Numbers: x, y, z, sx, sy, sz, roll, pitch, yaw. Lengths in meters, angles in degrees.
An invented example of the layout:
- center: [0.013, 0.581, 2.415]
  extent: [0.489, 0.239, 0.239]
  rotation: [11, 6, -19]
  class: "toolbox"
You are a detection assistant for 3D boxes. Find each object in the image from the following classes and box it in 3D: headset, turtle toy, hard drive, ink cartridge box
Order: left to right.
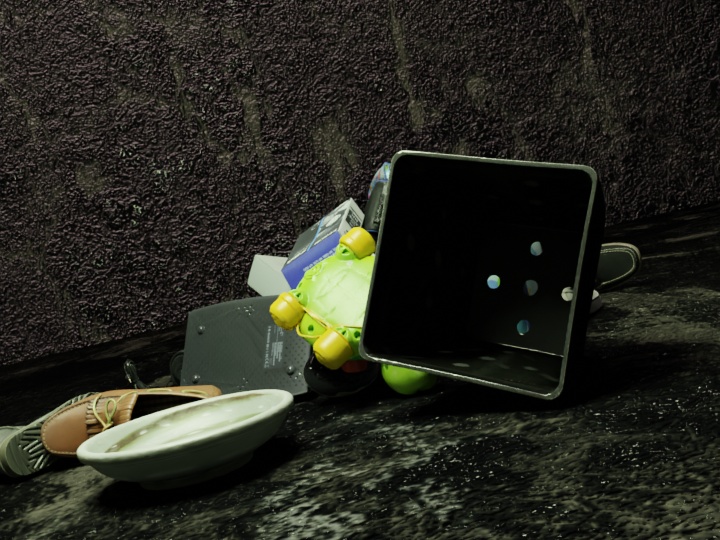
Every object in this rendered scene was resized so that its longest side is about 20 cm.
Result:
- center: [-0.257, 0.134, 1.380]
  extent: [0.199, 0.094, 0.124]
  rotation: [-29, 1, 3]
  class: "headset"
- center: [-0.137, 0.104, 1.144]
  extent: [0.199, 0.136, 0.042]
  rotation: [-9, -23, 29]
  class: "hard drive"
- center: [-0.050, -0.032, 1.220]
  extent: [0.099, 0.039, 0.200]
  rotation: [-34, 14, 15]
  class: "ink cartridge box"
- center: [0.006, 0.057, 0.993]
  extent: [0.146, 0.200, 0.101]
  rotation: [-43, -34, -14]
  class: "turtle toy"

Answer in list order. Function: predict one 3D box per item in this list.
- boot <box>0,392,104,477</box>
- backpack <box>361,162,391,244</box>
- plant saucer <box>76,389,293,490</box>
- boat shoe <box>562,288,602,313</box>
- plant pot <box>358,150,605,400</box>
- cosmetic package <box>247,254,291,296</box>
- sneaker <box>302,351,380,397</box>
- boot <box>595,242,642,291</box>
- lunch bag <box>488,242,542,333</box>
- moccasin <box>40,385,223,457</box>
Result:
- center: [-0.405, 0.203, 1.080]
  extent: [0.199, 0.073, 0.181]
  rotation: [-19, -4, 39]
  class: "boot"
- center: [0.103, -0.058, 1.319]
  extent: [0.199, 0.135, 0.183]
  rotation: [13, -12, -2]
  class: "backpack"
- center: [-0.154, 0.159, 0.830]
  extent: [0.199, 0.051, 0.200]
  rotation: [-13, 3, 1]
  class: "plant saucer"
- center: [0.287, 0.028, 1.257]
  extent: [0.070, 0.070, 0.200]
  rotation: [-10, 1, 25]
  class: "boat shoe"
- center: [0.139, 0.006, 0.883]
  extent: [0.198, 0.202, 0.177]
  rotation: [9, -2, 29]
  class: "plant pot"
- center: [-0.039, 0.034, 1.300]
  extent: [0.199, 0.052, 0.151]
  rotation: [6, 16, -39]
  class: "cosmetic package"
- center: [-0.014, 0.119, 1.099]
  extent: [0.083, 0.072, 0.200]
  rotation: [-51, -13, 29]
  class: "sneaker"
- center: [0.325, 0.012, 1.408]
  extent: [0.199, 0.074, 0.150]
  rotation: [-11, 3, 31]
  class: "boot"
- center: [0.130, 0.025, 1.101]
  extent: [0.199, 0.162, 0.082]
  rotation: [-9, 7, 43]
  class: "lunch bag"
- center: [-0.247, 0.167, 0.988]
  extent: [0.200, 0.074, 0.078]
  rotation: [-3, -6, -3]
  class: "moccasin"
